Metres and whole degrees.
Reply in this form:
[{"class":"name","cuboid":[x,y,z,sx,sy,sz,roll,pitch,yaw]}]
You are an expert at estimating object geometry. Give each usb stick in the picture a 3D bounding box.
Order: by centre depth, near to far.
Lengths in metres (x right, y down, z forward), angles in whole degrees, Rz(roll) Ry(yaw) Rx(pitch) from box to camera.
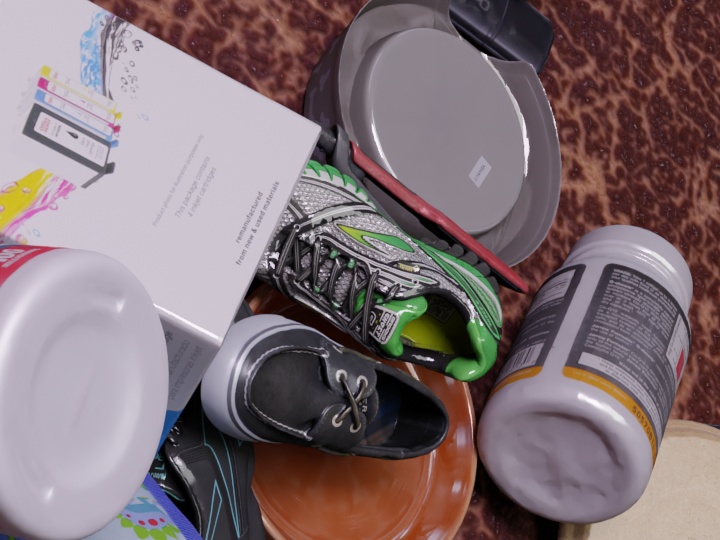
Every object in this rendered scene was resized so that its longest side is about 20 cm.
[{"class":"usb stick","cuboid":[0.062,-0.205,1.181,0.199,0.032,0.056,32,64,-29]}]

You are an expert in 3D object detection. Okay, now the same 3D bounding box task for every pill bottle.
[{"class":"pill bottle","cuboid":[-0.194,0.044,0.708,0.119,0.199,0.121,-14,106,-60]},{"class":"pill bottle","cuboid":[0.158,0.063,1.103,0.117,0.116,0.200,50,39,-16]}]

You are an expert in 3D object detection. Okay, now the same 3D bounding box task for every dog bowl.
[{"class":"dog bowl","cuboid":[0.046,-0.088,1.107,0.199,0.058,0.202,14,67,-36]}]

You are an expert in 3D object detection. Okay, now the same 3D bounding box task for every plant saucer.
[{"class":"plant saucer","cuboid":[-0.010,0.095,1.014,0.199,0.032,0.202,15,65,-36]}]

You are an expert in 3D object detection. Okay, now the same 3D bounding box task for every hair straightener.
[{"class":"hair straightener","cuboid":[0.014,-0.018,1.006,0.200,0.041,0.077,40,83,-27]}]

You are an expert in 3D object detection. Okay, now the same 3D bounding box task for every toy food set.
[{"class":"toy food set","cuboid":[0.223,0.202,1.126,0.196,0.049,0.202,4,71,-16]}]

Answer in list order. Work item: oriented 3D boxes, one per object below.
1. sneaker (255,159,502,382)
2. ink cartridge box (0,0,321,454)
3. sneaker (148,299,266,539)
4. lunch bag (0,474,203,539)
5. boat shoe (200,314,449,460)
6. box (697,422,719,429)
[{"class":"sneaker","cuboid":[0.000,0.000,0.953,0.199,0.078,0.085,23,23,-15]},{"class":"ink cartridge box","cuboid":[-0.151,-0.030,0.819,0.199,0.147,0.145,27,54,-6]},{"class":"sneaker","cuboid":[-0.093,0.087,0.902,0.079,0.075,0.202,20,60,-61]},{"class":"lunch bag","cuboid":[-0.172,0.155,0.795,0.169,0.128,0.201,-1,47,-41]},{"class":"boat shoe","cuboid":[-0.014,0.069,0.913,0.200,0.056,0.069,19,83,-59]},{"class":"box","cuboid":[0.292,0.219,1.222,0.159,0.043,0.202,8,70,-39]}]
